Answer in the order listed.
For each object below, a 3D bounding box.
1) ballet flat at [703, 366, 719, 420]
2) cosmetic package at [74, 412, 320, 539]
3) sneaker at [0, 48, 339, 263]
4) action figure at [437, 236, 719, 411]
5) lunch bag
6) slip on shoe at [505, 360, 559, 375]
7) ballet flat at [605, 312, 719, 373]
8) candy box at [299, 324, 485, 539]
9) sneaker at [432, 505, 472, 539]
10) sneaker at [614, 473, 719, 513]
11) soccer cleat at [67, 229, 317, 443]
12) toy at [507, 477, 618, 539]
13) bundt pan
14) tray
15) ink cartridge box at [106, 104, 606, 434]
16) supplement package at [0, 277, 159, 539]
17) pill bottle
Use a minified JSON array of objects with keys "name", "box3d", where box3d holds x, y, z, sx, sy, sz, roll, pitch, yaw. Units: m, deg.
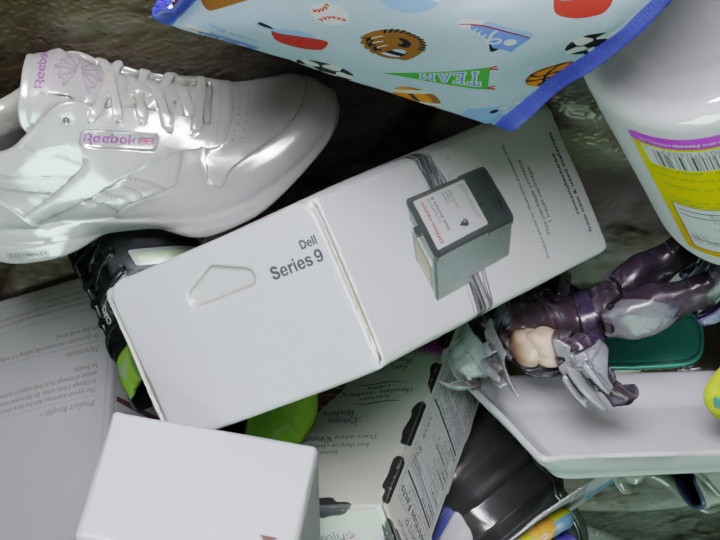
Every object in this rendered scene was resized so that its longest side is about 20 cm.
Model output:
[{"name":"ballet flat","box3d":[0.230,0.035,1.236,0.067,0.067,0.200,3,-160,25]},{"name":"cosmetic package","box3d":[-0.073,0.155,1.126,0.101,0.072,0.201,10,147,6]},{"name":"sneaker","box3d":[-0.110,-0.063,1.113,0.198,0.075,0.100,-14,131,9]},{"name":"action figure","box3d":[0.131,0.021,1.190,0.199,0.130,0.070,-22,119,6]},{"name":"lunch bag","box3d":[0.037,-0.153,0.871,0.169,0.125,0.200,13,160,-21]},{"name":"slip on shoe","box3d":[0.071,0.082,1.429,0.076,0.061,0.200,-30,176,-14]},{"name":"ballet flat","box3d":[0.207,0.048,1.352,0.198,0.069,0.067,7,162,9]},{"name":"candy box","box3d":[-0.013,0.081,1.246,0.135,0.201,0.061,-5,126,25]},{"name":"sneaker","box3d":[-0.029,0.135,1.302,0.116,0.080,0.199,56,157,-9]},{"name":"sneaker","box3d":[0.232,0.112,1.447,0.198,0.088,0.075,7,152,-15]},{"name":"soccer cleat","box3d":[-0.104,0.019,1.177,0.200,0.081,0.068,46,141,6]},{"name":"toy","box3d":[0.069,0.178,1.242,0.199,0.047,0.115,-33,170,-3]},{"name":"bundt pan","box3d":[0.039,0.134,1.380,0.076,0.202,0.202,-39,156,-21]},{"name":"tray","box3d":[0.162,0.081,1.211,0.198,0.022,0.107,0,-160,-20]},{"name":"ink cartridge box","box3d":[0.000,0.000,1.116,0.145,0.085,0.200,-23,-179,40]},{"name":"supplement package","box3d":[-0.155,0.121,1.346,0.116,0.202,0.117,-14,150,30]},{"name":"pill bottle","box3d":[0.171,-0.067,1.061,0.103,0.105,0.200,-8,153,18]}]
